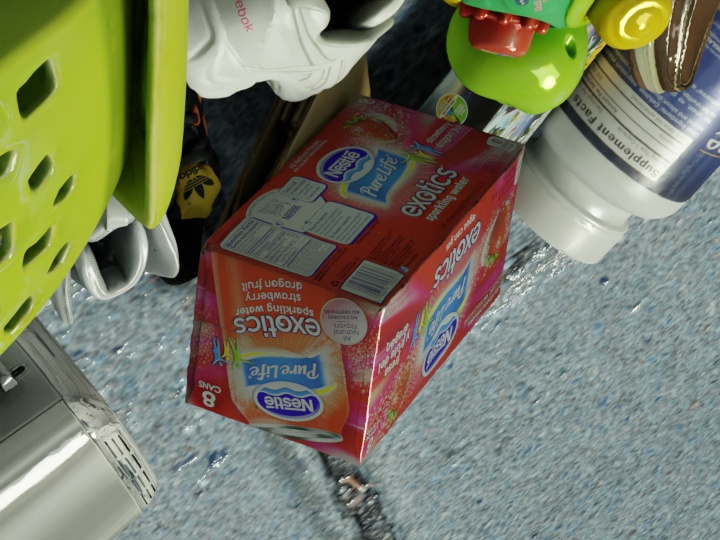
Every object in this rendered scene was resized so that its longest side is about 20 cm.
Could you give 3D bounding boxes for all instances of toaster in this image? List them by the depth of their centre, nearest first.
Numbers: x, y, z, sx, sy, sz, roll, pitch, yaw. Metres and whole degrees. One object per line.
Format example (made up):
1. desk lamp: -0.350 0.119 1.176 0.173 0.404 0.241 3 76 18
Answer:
1. toaster: -0.191 0.110 1.537 0.129 0.114 0.200 -38 153 -8

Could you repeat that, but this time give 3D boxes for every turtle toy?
1. turtle toy: 0.069 -0.151 1.302 0.101 0.146 0.200 -27 140 2

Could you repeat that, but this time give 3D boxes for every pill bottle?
1. pill bottle: 0.174 -0.102 1.677 0.200 0.111 0.111 -49 153 20

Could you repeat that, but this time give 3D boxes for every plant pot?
1. plant pot: -0.179 -0.089 1.136 0.181 0.200 0.199 -34 154 -24

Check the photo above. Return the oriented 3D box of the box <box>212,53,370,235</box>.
1. box: -0.032 -0.028 1.532 0.200 0.021 0.164 82 28 -62

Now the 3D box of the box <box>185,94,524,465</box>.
1. box: 0.000 0.000 1.436 0.200 0.099 0.096 -48 152 -55

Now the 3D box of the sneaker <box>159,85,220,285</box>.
1. sneaker: -0.094 -0.073 1.388 0.070 0.090 0.200 -27 153 -24

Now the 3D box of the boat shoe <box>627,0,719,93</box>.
1. boat shoe: 0.193 -0.184 1.519 0.075 0.074 0.203 -44 145 -57

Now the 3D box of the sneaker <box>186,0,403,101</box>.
1. sneaker: -0.013 -0.125 1.359 0.099 0.078 0.200 -14 -174 23

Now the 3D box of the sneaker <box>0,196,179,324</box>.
1. sneaker: -0.150 -0.011 1.387 0.075 0.115 0.200 -24 151 -26

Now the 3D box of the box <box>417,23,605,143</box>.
1. box: 0.087 -0.108 1.588 0.200 0.040 0.137 -51 170 22
